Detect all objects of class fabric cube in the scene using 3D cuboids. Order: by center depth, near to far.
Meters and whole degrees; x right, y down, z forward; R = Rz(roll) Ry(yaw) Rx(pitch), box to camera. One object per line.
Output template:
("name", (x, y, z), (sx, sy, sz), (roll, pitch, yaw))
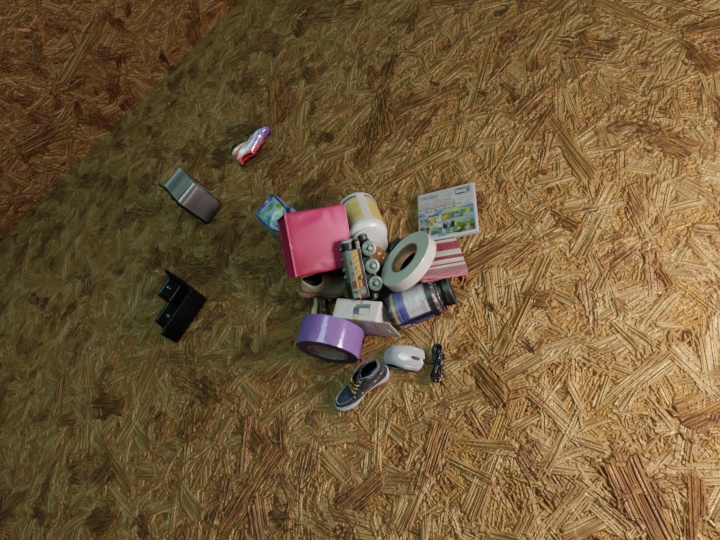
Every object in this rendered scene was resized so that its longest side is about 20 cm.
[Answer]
("fabric cube", (-0.147, -0.092, 1.765), (0.194, 0.200, 0.202), (-12, 94, -15))

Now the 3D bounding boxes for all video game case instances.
("video game case", (0.281, -0.184, 1.784), (0.195, 0.022, 0.187), (-11, 60, 22))

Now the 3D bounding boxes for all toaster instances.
("toaster", (-0.706, -0.314, 2.272), (0.119, 0.200, 0.180), (-50, 52, 0))

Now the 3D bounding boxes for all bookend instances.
("bookend", (-0.722, 0.134, 2.106), (0.198, 0.092, 0.201), (27, 79, 37))

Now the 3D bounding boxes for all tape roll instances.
("tape roll", (0.143, -0.028, 1.654), (0.202, 0.037, 0.205), (-40, 27, 25))
("tape roll", (-0.092, 0.209, 1.661), (0.195, 0.200, 0.087), (0, 63, 28))

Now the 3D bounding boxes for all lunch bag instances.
("lunch bag", (-0.256, -0.156, 1.963), (0.128, 0.170, 0.200), (-47, 52, 1))

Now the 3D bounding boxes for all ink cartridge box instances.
("ink cartridge box", (0.027, 0.145, 1.683), (0.195, 0.117, 0.069), (4, 63, 29))

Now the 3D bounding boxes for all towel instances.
("towel", (0.238, -0.033, 1.656), (0.140, 0.023, 0.202), (-9, 32, 4))

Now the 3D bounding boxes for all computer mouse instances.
("computer mouse", (0.149, 0.258, 1.604), (0.195, 0.044, 0.112), (3, 67, 29))

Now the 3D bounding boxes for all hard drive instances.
("hard drive", (0.108, 0.003, 1.763), (0.134, 0.042, 0.202), (31, 82, 36))

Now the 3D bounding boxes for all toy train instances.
("toy train", (0.000, -0.006, 1.668), (0.111, 0.085, 0.206), (-12, 94, -9))

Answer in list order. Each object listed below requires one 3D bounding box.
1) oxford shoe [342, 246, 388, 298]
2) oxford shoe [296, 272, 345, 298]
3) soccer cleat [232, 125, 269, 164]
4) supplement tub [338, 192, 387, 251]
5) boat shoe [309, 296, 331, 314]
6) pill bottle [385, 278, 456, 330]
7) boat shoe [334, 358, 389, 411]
("oxford shoe", (0.000, 0.000, 1.759), (0.201, 0.071, 0.072), (-51, 21, 13))
("oxford shoe", (-0.107, 0.044, 1.789), (0.195, 0.074, 0.072), (-8, 57, -18))
("soccer cleat", (-0.456, -0.537, 2.349), (0.199, 0.068, 0.074), (-40, 77, -1))
("supplement tub", (0.008, -0.144, 1.817), (0.143, 0.146, 0.203), (-29, 46, 11))
("boat shoe", (-0.132, 0.106, 1.832), (0.073, 0.075, 0.207), (3, 55, -7))
("pill bottle", (0.181, 0.093, 1.633), (0.196, 0.112, 0.114), (-22, 56, 14))
("boat shoe", (-0.011, 0.332, 1.620), (0.199, 0.091, 0.071), (-39, 53, 4))
